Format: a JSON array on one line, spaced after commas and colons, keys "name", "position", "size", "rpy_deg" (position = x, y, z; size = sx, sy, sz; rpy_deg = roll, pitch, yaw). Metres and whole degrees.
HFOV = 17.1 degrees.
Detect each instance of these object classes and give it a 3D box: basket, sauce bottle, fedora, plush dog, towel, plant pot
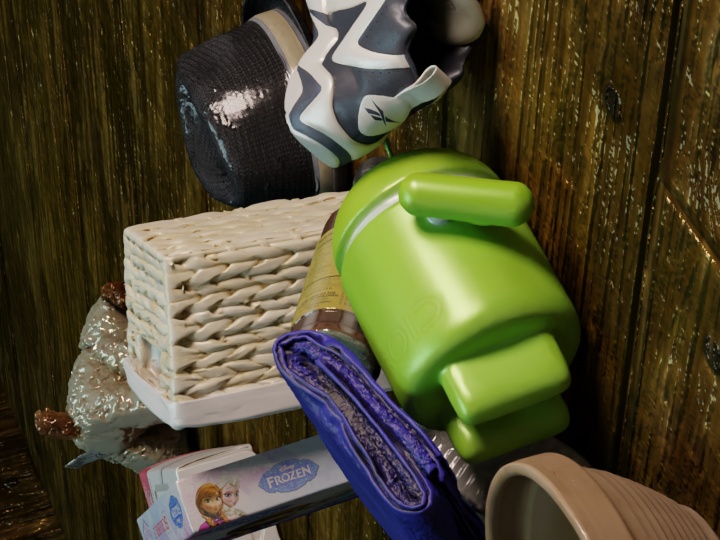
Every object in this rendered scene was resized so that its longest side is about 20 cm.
[{"name": "basket", "position": [-0.060, 0.022, 1.669], "size": [0.136, 0.199, 0.124], "rpy_deg": [-152, 54, -67]}, {"name": "sauce bottle", "position": [0.000, 0.000, 1.540], "size": [0.200, 0.064, 0.065], "rpy_deg": [-71, -17, -51]}, {"name": "fedora", "position": [-0.083, -0.114, 1.787], "size": [0.201, 0.091, 0.201], "rpy_deg": [164, 90, -73]}, {"name": "plush dog", "position": [-0.255, 0.105, 2.522], "size": [0.200, 0.160, 0.172], "rpy_deg": [97, 176, -54]}, {"name": "towel", "position": [0.025, 0.122, 1.434], "size": [0.148, 0.049, 0.200], "rpy_deg": [50, 173, 31]}, {"name": "plant pot", "position": [0.149, 0.188, 1.300], "size": [0.201, 0.092, 0.202], "rpy_deg": [164, 90, -75]}]

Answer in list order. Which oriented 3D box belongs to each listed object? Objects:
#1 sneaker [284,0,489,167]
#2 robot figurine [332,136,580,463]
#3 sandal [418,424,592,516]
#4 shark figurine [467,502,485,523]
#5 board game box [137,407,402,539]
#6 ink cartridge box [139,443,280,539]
[{"name": "sneaker", "position": [0.028, -0.166, 1.427], "size": [0.079, 0.129, 0.200], "rpy_deg": [42, -136, -32]}, {"name": "robot figurine", "position": [0.054, 0.012, 1.410], "size": [0.176, 0.115, 0.200], "rpy_deg": [82, 165, -54]}, {"name": "sandal", "position": [0.091, 0.119, 1.489], "size": [0.050, 0.082, 0.203], "rpy_deg": [44, -176, -34]}, {"name": "shark figurine", "position": [0.059, 0.156, 1.586], "size": [0.128, 0.089, 0.215], "rpy_deg": [97, 155, -56]}, {"name": "board game box", "position": [-0.052, 0.156, 1.749], "size": [0.200, 0.199, 0.041], "rpy_deg": [133, 119, -72]}, {"name": "ink cartridge box", "position": [-0.145, 0.251, 2.355], "size": [0.200, 0.083, 0.147], "rpy_deg": [158, 96, -74]}]
